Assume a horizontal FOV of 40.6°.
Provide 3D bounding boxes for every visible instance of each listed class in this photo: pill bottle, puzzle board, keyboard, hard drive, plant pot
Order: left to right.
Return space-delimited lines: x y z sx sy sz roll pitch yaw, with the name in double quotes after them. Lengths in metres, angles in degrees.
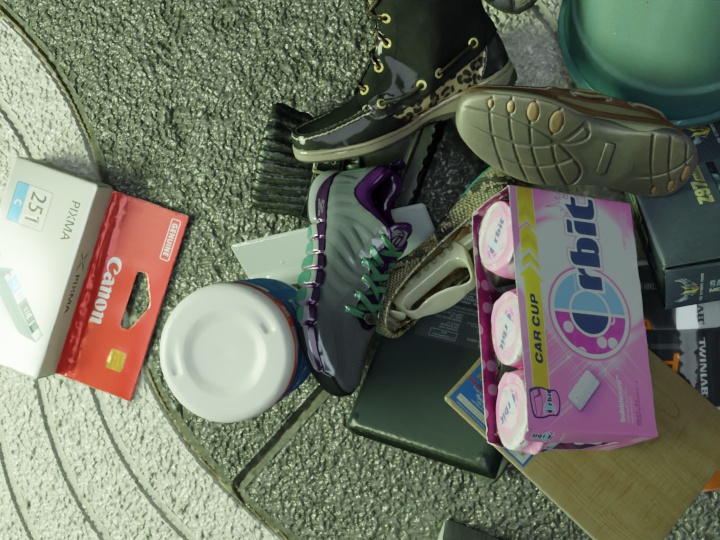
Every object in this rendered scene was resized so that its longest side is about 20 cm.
-0.094 0.063 0.857 0.111 0.200 0.113 0 92 7 "pill bottle"
-0.024 -0.020 0.903 0.198 0.011 0.057 -11 120 23 "keyboard"
0.085 0.068 0.858 0.139 0.033 0.201 13 67 29 "hard drive"
0.189 0.119 0.793 0.200 0.017 0.151 42 74 12 "puzzle board"
0.285 0.089 0.857 0.105 0.106 0.202 -3 91 7 "pill bottle"
0.262 -0.245 0.782 0.198 0.196 0.202 -3 74 9 "plant pot"

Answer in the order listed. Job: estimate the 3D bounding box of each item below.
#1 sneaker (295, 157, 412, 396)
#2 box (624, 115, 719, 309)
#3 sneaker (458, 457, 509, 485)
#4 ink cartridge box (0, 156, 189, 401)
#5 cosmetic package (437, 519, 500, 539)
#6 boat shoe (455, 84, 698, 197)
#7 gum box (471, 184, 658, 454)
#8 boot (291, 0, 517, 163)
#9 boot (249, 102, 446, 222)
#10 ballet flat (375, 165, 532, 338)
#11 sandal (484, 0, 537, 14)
0.000 0.000 0.803 0.087 0.074 0.202 -14 66 30 "sneaker"
0.307 -0.066 0.817 0.156 0.201 0.051 -10 134 8 "box"
0.117 0.086 0.893 0.114 0.076 0.201 27 100 -1 "sneaker"
-0.283 0.010 0.958 0.175 0.045 0.202 19 94 7 "ink cartridge box"
0.151 0.324 0.894 0.198 0.081 0.114 22 94 5 "cosmetic package"
0.173 -0.113 0.798 0.198 0.072 0.076 14 126 -6 "boat shoe"
0.156 0.044 0.757 0.112 0.066 0.202 6 69 -21 "gum box"
0.018 -0.184 0.790 0.198 0.073 0.152 -21 117 2 "boot"
-0.007 -0.134 0.902 0.157 0.079 0.213 21 94 6 "boot"
0.087 -0.012 0.838 0.200 0.075 0.068 -42 125 1 "ballet flat"
0.105 -0.320 0.898 0.080 0.057 0.202 -41 72 16 "sandal"
